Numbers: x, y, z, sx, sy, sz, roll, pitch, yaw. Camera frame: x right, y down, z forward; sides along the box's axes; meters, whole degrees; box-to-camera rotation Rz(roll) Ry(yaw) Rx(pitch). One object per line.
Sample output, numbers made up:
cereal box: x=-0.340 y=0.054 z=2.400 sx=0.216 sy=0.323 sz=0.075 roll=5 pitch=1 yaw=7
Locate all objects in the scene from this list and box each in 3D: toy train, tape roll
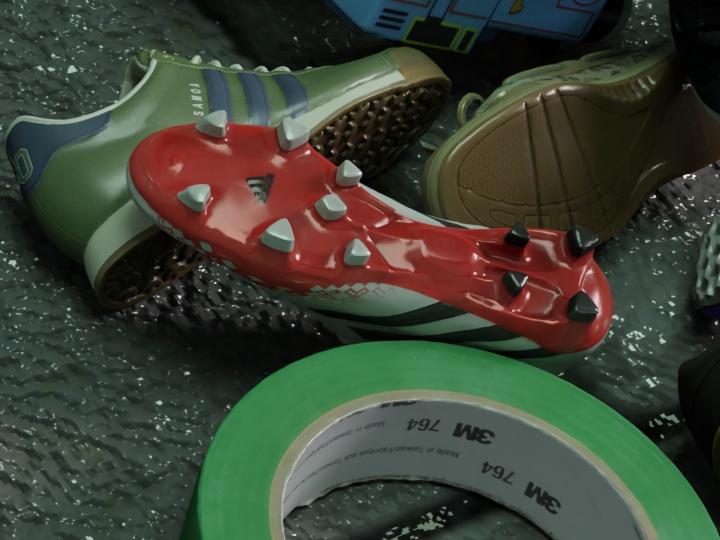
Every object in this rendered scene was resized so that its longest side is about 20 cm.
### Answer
toy train: x=0.066 y=-0.151 z=1.263 sx=0.200 sy=0.114 sz=0.087 roll=5 pitch=34 yaw=-45
tape roll: x=0.034 y=0.113 z=1.047 sx=0.200 sy=0.048 sz=0.201 roll=10 pitch=42 yaw=-9

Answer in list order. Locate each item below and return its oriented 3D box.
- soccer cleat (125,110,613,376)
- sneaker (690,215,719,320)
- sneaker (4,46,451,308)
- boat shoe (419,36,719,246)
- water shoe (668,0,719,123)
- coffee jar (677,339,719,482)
soccer cleat: x=0.000 y=0.000 z=1.121 sx=0.200 sy=0.085 sz=0.069 roll=16 pitch=53 yaw=-12
sneaker: x=0.232 y=-0.017 z=1.183 sx=0.100 sy=0.200 sz=0.070 roll=43 pitch=33 yaw=-23
sneaker: x=-0.058 y=-0.064 z=1.185 sx=0.200 sy=0.067 sz=0.090 roll=-30 pitch=66 yaw=-37
boat shoe: x=0.090 y=-0.054 z=1.240 sx=0.063 sy=0.073 sz=0.200 roll=4 pitch=18 yaw=46
water shoe: x=0.140 y=-0.155 z=1.207 sx=0.079 sy=0.071 sz=0.200 roll=2 pitch=80 yaw=-46
coffee jar: x=0.212 y=0.090 z=1.100 sx=0.104 sy=0.085 sz=0.200 roll=-32 pitch=58 yaw=-9
